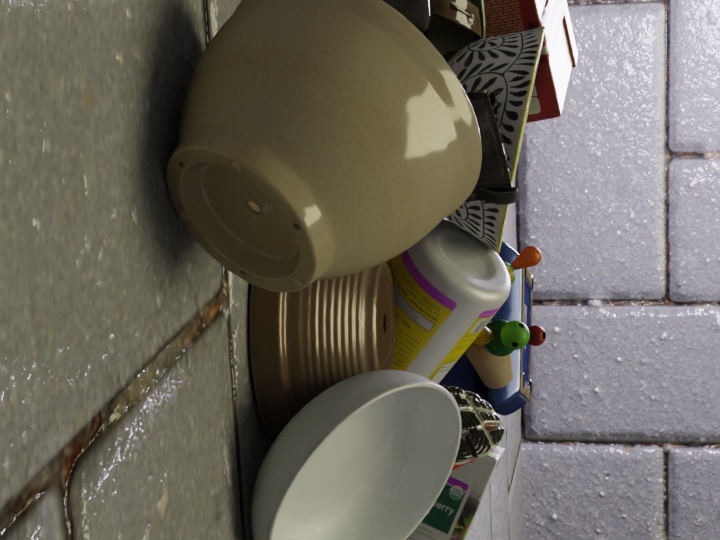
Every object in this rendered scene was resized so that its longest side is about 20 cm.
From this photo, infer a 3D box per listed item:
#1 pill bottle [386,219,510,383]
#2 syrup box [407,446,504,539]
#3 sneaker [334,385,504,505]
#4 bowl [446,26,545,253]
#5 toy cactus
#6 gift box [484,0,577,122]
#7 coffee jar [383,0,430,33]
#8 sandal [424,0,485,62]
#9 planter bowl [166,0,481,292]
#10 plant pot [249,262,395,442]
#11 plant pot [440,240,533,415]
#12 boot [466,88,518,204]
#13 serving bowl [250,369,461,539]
[{"bbox_3d":[0.041,0.056,1.383,0.200,0.104,0.104,-53,-171,29],"label":"pill bottle"},{"bbox_3d":[0.077,0.268,1.643,0.081,0.079,0.201,-15,128,-78],"label":"syrup box"},{"bbox_3d":[0.030,0.163,1.364,0.085,0.199,0.077,110,-40,-59],"label":"sneaker"},{"bbox_3d":[0.096,-0.122,1.342,0.201,0.094,0.201,12,90,-84],"label":"bowl"},{"bbox_3d":[0.116,0.037,1.475,0.102,0.200,0.165,-36,128,-19],"label":"toy cactus"},{"bbox_3d":[0.110,-0.231,1.513,0.187,0.184,0.201,-68,150,-57],"label":"gift box"},{"bbox_3d":[-0.001,-0.269,1.266,0.085,0.104,0.200,79,3,-49],"label":"coffee jar"},{"bbox_3d":[0.076,-0.222,1.378,0.057,0.080,0.202,-82,159,-60],"label":"sandal"},{"bbox_3d":[-0.041,-0.072,1.000,0.135,0.200,0.201,-48,145,-32],"label":"planter bowl"},{"bbox_3d":[-0.023,0.044,1.276,0.201,0.092,0.202,1,90,-80],"label":"plant pot"},{"bbox_3d":[0.089,0.061,1.630,0.200,0.179,0.201,40,52,-77],"label":"plant pot"},{"bbox_3d":[0.027,-0.110,1.241,0.069,0.174,0.200,72,-1,-58],"label":"boot"},{"bbox_3d":[-0.014,0.158,1.223,0.200,0.066,0.201,-29,138,-30],"label":"serving bowl"}]
